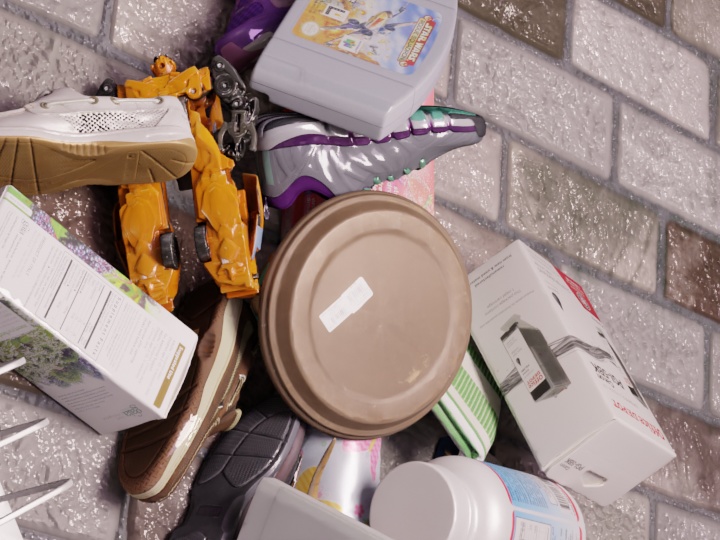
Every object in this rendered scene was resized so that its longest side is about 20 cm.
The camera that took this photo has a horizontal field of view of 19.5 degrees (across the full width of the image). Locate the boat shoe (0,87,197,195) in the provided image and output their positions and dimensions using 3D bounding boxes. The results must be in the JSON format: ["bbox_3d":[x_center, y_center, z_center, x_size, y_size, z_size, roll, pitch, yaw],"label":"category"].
[{"bbox_3d":[-0.226,-0.104,1.591,0.199,0.071,0.070,-1,57,-21],"label":"boat shoe"}]

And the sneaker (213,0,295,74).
[{"bbox_3d":[-0.078,-0.242,1.792,0.089,0.080,0.200,51,43,-14],"label":"sneaker"}]

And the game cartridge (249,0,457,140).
[{"bbox_3d":[0.005,-0.188,1.707,0.132,0.042,0.200,17,43,9],"label":"game cartridge"}]

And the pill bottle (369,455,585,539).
[{"bbox_3d":[0.095,0.211,1.720,0.200,0.108,0.110,22,63,-53],"label":"pill bottle"}]

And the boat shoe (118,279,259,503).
[{"bbox_3d":[-0.122,0.104,1.647,0.075,0.074,0.203,46,50,-32],"label":"boat shoe"}]

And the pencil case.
[{"bbox_3d":[-0.019,0.196,1.712,0.091,0.083,0.201,25,61,-57],"label":"pencil case"}]

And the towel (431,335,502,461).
[{"bbox_3d":[0.075,0.067,1.824,0.153,0.023,0.200,53,21,-17],"label":"towel"}]

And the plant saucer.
[{"bbox_3d":[0.011,0.037,1.675,0.199,0.029,0.202,-2,95,-30],"label":"plant saucer"}]

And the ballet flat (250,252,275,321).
[{"bbox_3d":[0.000,0.000,1.714,0.199,0.068,0.073,-5,119,-32],"label":"ballet flat"}]

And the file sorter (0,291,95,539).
[{"bbox_3d":[-0.287,0.133,1.442,0.138,0.124,0.201,-25,96,-44],"label":"file sorter"}]

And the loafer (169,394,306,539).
[{"bbox_3d":[-0.096,0.192,1.659,0.201,0.072,0.063,-60,137,-29],"label":"loafer"}]

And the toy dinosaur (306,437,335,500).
[{"bbox_3d":[-0.023,0.240,1.623,0.106,0.060,0.201,-35,105,-20],"label":"toy dinosaur"}]

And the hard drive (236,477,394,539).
[{"bbox_3d":[-0.014,0.255,1.558,0.026,0.199,0.133,12,100,-60],"label":"hard drive"}]

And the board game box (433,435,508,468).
[{"bbox_3d":[0.098,0.264,1.838,0.135,0.034,0.201,39,54,-29],"label":"board game box"}]

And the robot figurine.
[{"bbox_3d":[-0.142,-0.072,1.653,0.058,0.144,0.201,55,25,-75],"label":"robot figurine"}]

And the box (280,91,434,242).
[{"bbox_3d":[-0.001,-0.114,1.805,0.094,0.102,0.201,15,67,-40],"label":"box"}]

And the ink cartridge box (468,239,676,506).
[{"bbox_3d":[0.179,0.091,1.851,0.147,0.083,0.201,31,27,-55],"label":"ink cartridge box"}]

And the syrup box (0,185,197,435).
[{"bbox_3d":[-0.225,0.033,1.563,0.200,0.078,0.082,40,53,-29],"label":"syrup box"}]

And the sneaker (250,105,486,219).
[{"bbox_3d":[0.006,-0.088,1.707,0.199,0.074,0.088,-4,101,-16],"label":"sneaker"}]
